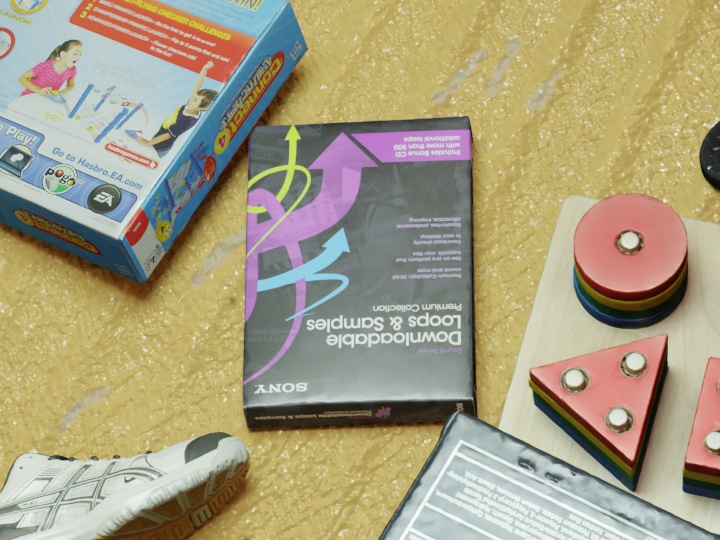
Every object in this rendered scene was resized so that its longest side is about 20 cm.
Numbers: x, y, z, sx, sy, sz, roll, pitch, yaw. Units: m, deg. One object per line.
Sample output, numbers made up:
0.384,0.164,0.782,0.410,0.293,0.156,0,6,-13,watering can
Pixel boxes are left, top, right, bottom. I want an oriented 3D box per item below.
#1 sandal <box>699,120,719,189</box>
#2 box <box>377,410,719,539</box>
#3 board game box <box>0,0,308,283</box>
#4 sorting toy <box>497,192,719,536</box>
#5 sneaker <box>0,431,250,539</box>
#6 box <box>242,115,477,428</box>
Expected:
0.304,-0.048,1.733,0.200,0.045,0.075,19,60,31,sandal
0.093,0.220,1.563,0.200,0.123,0.199,26,67,20,box
-0.169,-0.114,1.785,0.200,0.056,0.196,23,67,27,board game box
0.192,0.051,1.672,0.198,0.070,0.200,12,65,12,sorting toy
-0.165,0.133,1.662,0.200,0.076,0.088,-27,63,-9,sneaker
0.000,0.000,1.737,0.143,0.036,0.200,-3,63,5,box
